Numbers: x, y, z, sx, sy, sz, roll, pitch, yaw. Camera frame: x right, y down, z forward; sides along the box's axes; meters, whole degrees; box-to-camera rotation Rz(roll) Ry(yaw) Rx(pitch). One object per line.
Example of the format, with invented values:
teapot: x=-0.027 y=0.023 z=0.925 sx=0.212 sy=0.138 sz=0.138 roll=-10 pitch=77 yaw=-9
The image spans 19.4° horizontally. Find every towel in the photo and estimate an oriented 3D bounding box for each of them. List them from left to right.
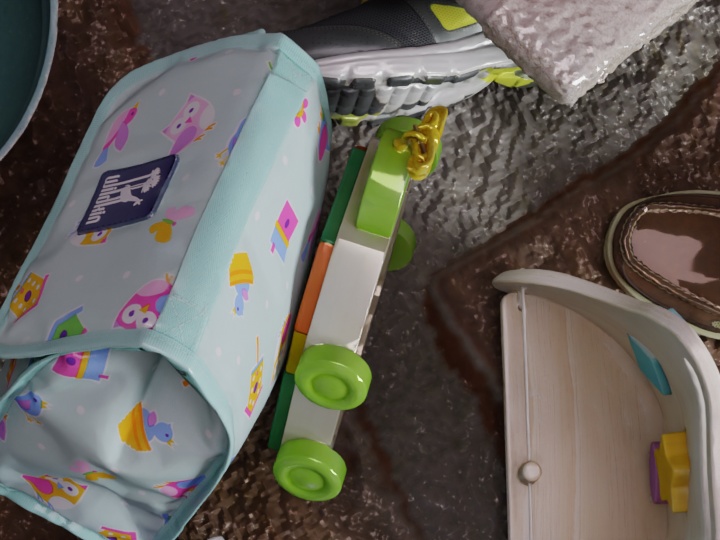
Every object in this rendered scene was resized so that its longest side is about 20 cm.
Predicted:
towel: x=0.116 y=-0.173 z=1.017 sx=0.133 sy=0.035 sz=0.200 roll=44 pitch=58 yaw=11

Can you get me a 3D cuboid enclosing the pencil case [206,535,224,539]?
pencil case: x=-0.135 y=0.167 z=0.965 sx=0.198 sy=0.078 sz=0.088 roll=-1 pitch=90 yaw=-8

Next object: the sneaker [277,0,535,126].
sneaker: x=0.041 y=-0.128 z=1.038 sx=0.198 sy=0.074 sz=0.085 roll=-11 pitch=79 yaw=-18

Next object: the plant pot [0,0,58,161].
plant pot: x=-0.238 y=-0.104 z=0.955 sx=0.198 sy=0.134 sz=0.202 roll=1 pitch=82 yaw=-9

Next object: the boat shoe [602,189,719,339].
boat shoe: x=0.222 y=0.003 z=1.040 sx=0.201 sy=0.075 sz=0.075 roll=14 pitch=81 yaw=-6

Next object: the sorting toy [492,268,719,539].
sorting toy: x=0.129 y=0.092 z=0.962 sx=0.106 sy=0.180 sz=0.202 roll=0 pitch=84 yaw=-8

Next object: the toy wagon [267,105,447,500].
toy wagon: x=0.000 y=0.000 z=0.943 sx=0.039 sy=0.201 sz=0.156 roll=16 pitch=49 yaw=2

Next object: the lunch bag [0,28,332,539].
lunch bag: x=-0.083 y=0.009 z=0.908 sx=0.121 sy=0.200 sz=0.171 roll=25 pitch=57 yaw=-5
